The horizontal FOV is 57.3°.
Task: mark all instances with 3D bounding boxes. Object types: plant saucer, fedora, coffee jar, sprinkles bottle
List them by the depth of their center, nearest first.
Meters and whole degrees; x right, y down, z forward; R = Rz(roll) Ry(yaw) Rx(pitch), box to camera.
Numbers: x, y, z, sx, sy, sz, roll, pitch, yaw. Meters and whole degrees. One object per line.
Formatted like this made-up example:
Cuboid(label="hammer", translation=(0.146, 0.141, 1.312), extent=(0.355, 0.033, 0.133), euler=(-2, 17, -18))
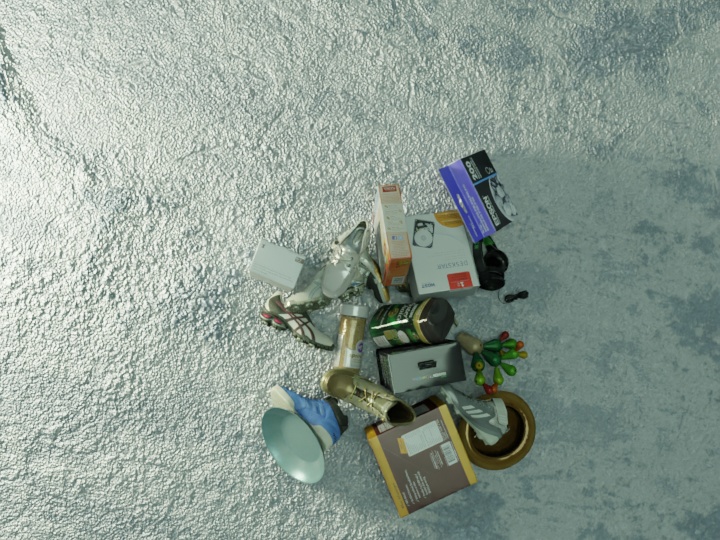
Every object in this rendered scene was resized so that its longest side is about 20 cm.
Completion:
Cuboid(label="plant saucer", translation=(-0.147, 0.398, 1.531), extent=(0.039, 0.200, 0.203), euler=(-30, 91, -45))
Cuboid(label="coffee jar", translation=(0.121, 0.123, 1.545), extent=(0.086, 0.199, 0.105), euler=(56, 47, -23))
Cuboid(label="sprinkles bottle", translation=(-0.026, 0.183, 1.595), extent=(0.067, 0.068, 0.203), euler=(8, 86, -7))
Cuboid(label="fedora", translation=(0.328, 0.388, 1.623), extent=(0.198, 0.082, 0.204), euler=(0, 87, -8))

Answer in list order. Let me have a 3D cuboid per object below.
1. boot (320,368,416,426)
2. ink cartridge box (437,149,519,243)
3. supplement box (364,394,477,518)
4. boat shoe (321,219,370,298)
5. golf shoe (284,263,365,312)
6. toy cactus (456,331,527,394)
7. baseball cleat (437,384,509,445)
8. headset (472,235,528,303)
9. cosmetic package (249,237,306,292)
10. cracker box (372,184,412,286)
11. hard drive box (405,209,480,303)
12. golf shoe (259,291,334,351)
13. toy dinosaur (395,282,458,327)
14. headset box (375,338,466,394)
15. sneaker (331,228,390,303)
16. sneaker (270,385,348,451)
Cuboid(label="boot", translation=(0.019, 0.289, 1.494), extent=(0.199, 0.154, 0.073), euler=(26, 86, -30))
Cuboid(label="ink cartridge box", translation=(0.292, -0.187, 1.612), extent=(0.199, 0.043, 0.200), euler=(-29, 92, -48))
Cuboid(label="supplement box", translation=(0.139, 0.437, 1.566), extent=(0.198, 0.133, 0.199), euler=(-23, 90, -5))
Cuboid(label="boat shoe", translation=(-0.035, -0.034, 1.514), extent=(0.070, 0.069, 0.202), euler=(22, 66, 6))
Cuboid(label="golf shoe", translation=(-0.091, 0.037, 1.556), extent=(0.198, 0.078, 0.098), euler=(-17, 74, -10))
Cuboid(label="toy cactus", translation=(0.310, 0.204, 1.614), extent=(0.164, 0.103, 0.200), euler=(32, 53, 21))
Cuboid(label="baseball cleat", translation=(0.271, 0.314, 1.537), extent=(0.106, 0.070, 0.200), euler=(-41, 108, 1))
Cuboid(label="headset", translation=(0.341, -0.001, 1.627), extent=(0.093, 0.124, 0.201), euler=(-14, 121, 30))
Cuboid(label="cosmetic package", translation=(-0.194, -0.009, 1.516), extent=(0.112, 0.200, 0.082), euler=(22, 84, -5))
Cuboid(label="cracker box", translation=(0.072, -0.083, 1.555), extent=(0.057, 0.134, 0.202), euler=(-5, 63, -8))
Cuboid(label="hard drive box", translation=(0.187, -0.034, 1.600), extent=(0.154, 0.077, 0.202), euler=(-9, 71, -10))
Cuboid(label="golf shoe", translation=(-0.142, 0.127, 1.581), extent=(0.198, 0.077, 0.089), euler=(29, 77, -6))
Cuboid(label="toy dinosaur", translation=(0.178, 0.052, 1.643), extent=(0.199, 0.047, 0.089), euler=(31, 90, -7))
Cuboid(label="headset box", translation=(0.138, 0.221, 1.548), extent=(0.172, 0.200, 0.094), euler=(-9, 88, -7))
Cuboid(label="sneaker", translation=(0.000, 0.000, 1.616), extent=(0.087, 0.076, 0.202), euler=(-30, 88, 7))
Cuboid(label="sneaker", translation=(-0.116, 0.329, 1.578), extent=(0.199, 0.077, 0.111), euler=(37, 47, 21))
